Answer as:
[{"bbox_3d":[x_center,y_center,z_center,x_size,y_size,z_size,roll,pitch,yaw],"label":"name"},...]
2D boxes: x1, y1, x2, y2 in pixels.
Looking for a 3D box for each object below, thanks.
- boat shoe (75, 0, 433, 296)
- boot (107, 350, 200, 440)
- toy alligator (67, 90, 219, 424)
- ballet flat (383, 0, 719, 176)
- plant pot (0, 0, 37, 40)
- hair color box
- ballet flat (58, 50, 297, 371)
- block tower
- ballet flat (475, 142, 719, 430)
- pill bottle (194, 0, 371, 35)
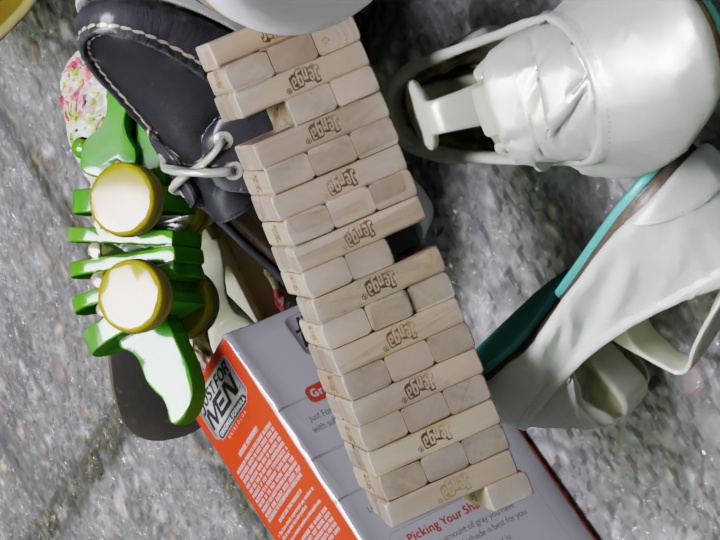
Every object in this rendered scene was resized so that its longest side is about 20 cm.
[{"bbox_3d":[-0.046,-0.044,1.026,0.074,0.061,0.200,-1,149,38],"label":"boat shoe"},{"bbox_3d":[-0.092,-0.016,1.214,0.075,0.073,0.201,-132,40,-55],"label":"boot"},{"bbox_3d":[-0.098,-0.034,1.068,0.054,0.059,0.201,-7,85,20],"label":"toy alligator"},{"bbox_3d":[0.061,-0.061,0.909,0.200,0.069,0.070,0,110,70],"label":"ballet flat"},{"bbox_3d":[-0.237,-0.175,1.227,0.142,0.199,0.201,146,100,-81],"label":"plant pot"},{"bbox_3d":[0.025,0.104,1.079,0.200,0.101,0.061,56,145,17],"label":"hair color box"},{"bbox_3d":[-0.069,-0.011,1.134,0.200,0.075,0.064,58,-168,-26],"label":"ballet flat"},{"bbox_3d":[0.000,0.000,0.958,0.054,0.058,0.201,-170,58,-79],"label":"block tower"},{"bbox_3d":[0.094,0.024,0.978,0.070,0.069,0.200,58,144,13],"label":"ballet flat"},{"bbox_3d":[-0.074,-0.166,0.922,0.200,0.111,0.112,30,132,42],"label":"pill bottle"}]
